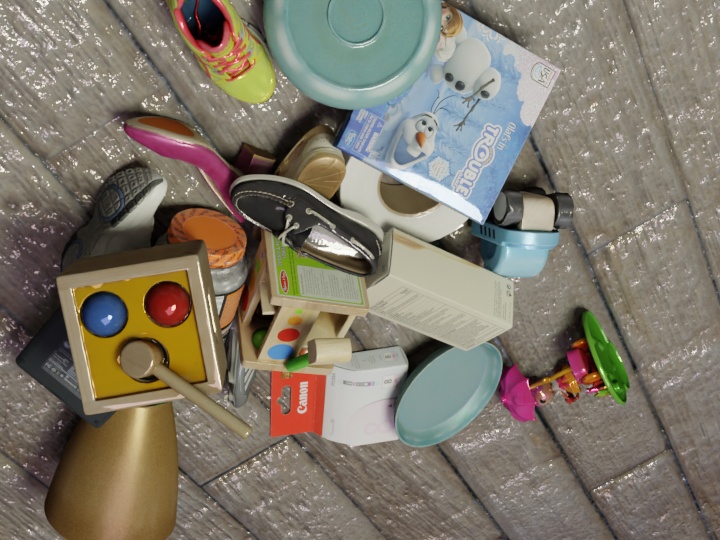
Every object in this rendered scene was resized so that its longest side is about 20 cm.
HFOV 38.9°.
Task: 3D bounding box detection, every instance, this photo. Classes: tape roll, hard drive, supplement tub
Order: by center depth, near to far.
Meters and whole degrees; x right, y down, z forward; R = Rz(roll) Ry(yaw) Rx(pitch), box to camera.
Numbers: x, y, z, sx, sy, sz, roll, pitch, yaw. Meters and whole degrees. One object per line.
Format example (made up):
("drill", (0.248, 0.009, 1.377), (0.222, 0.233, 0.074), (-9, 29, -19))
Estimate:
("hard drive", (-0.322, 0.096, 1.260), (0.139, 0.033, 0.200), (42, 122, -10))
("tape roll", (0.063, -0.129, 1.280), (0.200, 0.071, 0.204), (-10, 130, -11))
("supplement tub", (-0.213, 0.030, 1.284), (0.121, 0.123, 0.201), (7, 125, -23))

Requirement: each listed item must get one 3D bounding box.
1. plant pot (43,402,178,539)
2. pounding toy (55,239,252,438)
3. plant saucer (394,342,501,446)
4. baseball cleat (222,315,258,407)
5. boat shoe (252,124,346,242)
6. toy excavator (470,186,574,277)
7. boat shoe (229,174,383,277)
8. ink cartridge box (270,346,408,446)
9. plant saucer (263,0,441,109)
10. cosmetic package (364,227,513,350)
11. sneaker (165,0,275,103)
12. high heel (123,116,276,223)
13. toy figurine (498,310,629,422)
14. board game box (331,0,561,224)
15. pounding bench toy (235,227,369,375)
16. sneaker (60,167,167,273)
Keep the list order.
("plant pot", (-0.325, 0.251, 1.408), (0.184, 0.187, 0.202), (8, 112, -24))
("pounding toy", (-0.223, 0.084, 1.135), (0.182, 0.142, 0.203), (-9, 101, -2))
("plant saucer", (0.128, 0.182, 1.546), (0.199, 0.027, 0.202), (-23, 136, -24))
("baseball cleat", (-0.139, 0.110, 1.410), (0.105, 0.070, 0.202), (-4, 130, -15))
("boat shoe", (-0.076, -0.103, 1.256), (0.073, 0.070, 0.200), (12, 144, -28))
("toy excavator", (0.191, -0.016, 1.385), (0.099, 0.194, 0.203), (3, 100, -20))
("boat shoe", (-0.064, -0.049, 1.205), (0.198, 0.061, 0.074), (25, 137, -20))
("ink cartridge box", (-0.032, 0.199, 1.535), (0.198, 0.057, 0.164), (-10, 131, -17))
("plant saucer", (-0.006, -0.276, 1.103), (0.197, 0.027, 0.203), (-2, 101, -8))
("cosmetic package", (0.091, 0.028, 1.317), (0.198, 0.072, 0.105), (24, 146, -27))
("sneaker", (-0.153, -0.245, 1.098), (0.078, 0.091, 0.200), (-33, 132, 8))
("high heel", (-0.198, -0.117, 1.206), (0.199, 0.067, 0.097), (10, 115, -42))
("toy figurine", (0.308, 0.171, 1.599), (0.183, 0.152, 0.200), (-25, 158, 21))
("board game box", (0.099, -0.187, 1.173), (0.197, 0.043, 0.202), (26, 94, -13))
("pounding bench toy", (-0.075, 0.069, 1.255), (0.123, 0.202, 0.157), (8, 137, -21))
("sneaker", (-0.287, -0.047, 1.239), (0.086, 0.075, 0.200), (18, 130, -38))
